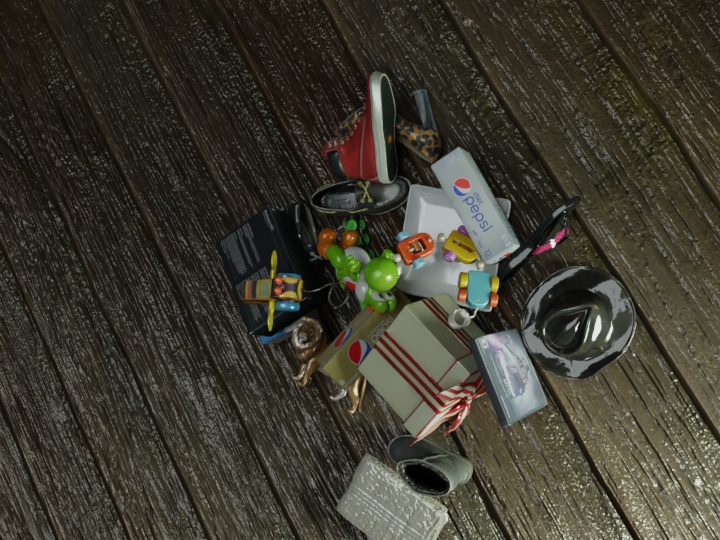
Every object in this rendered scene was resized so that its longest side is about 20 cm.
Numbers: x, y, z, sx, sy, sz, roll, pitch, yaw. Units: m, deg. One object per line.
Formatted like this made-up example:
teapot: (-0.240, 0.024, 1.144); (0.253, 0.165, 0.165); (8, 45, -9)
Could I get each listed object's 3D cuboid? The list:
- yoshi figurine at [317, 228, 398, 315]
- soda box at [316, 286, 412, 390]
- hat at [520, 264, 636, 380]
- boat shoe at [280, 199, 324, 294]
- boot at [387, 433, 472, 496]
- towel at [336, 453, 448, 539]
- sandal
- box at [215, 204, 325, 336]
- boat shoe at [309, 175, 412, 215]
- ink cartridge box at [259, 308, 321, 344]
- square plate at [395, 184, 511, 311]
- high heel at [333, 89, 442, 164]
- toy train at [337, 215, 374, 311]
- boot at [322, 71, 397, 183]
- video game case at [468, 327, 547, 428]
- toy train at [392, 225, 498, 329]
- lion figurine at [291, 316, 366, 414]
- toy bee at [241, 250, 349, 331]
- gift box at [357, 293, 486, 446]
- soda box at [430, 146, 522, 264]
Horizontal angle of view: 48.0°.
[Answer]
yoshi figurine: (0.009, -0.013, 1.438); (0.112, 0.112, 0.200); (-37, 51, -5)
soda box: (0.013, 0.118, 1.474); (0.064, 0.068, 0.200); (44, 86, -15)
hat: (0.356, 0.087, 1.357); (0.198, 0.081, 0.204); (-1, 87, 25)
boat shoe: (-0.106, -0.041, 1.579); (0.060, 0.075, 0.202); (-26, 79, 28)
boot: (0.099, 0.340, 1.405); (0.179, 0.199, 0.074); (9, 92, 24)
towel: (0.059, 0.449, 1.515); (0.199, 0.034, 0.134); (32, 101, 23)
sandal: (0.315, -0.046, 1.387); (0.045, 0.075, 0.201); (47, 115, 20)
box: (-0.172, 0.002, 1.528); (0.140, 0.079, 0.202); (-32, 68, 23)
boat shoe: (-0.001, -0.141, 1.539); (0.199, 0.060, 0.073); (-9, 85, 25)
ink cartridge box: (-0.169, 0.032, 1.611); (0.115, 0.067, 0.202); (-25, 78, 22)
square plate: (0.167, -0.043, 1.478); (0.196, 0.028, 0.203); (12, 94, 25)
high heel: (0.051, -0.242, 1.509); (0.197, 0.071, 0.145); (-17, 75, 15)
toy train: (0.003, -0.005, 1.549); (0.056, 0.042, 0.203); (-23, 79, 33)
boot: (-0.010, -0.261, 1.474); (0.142, 0.072, 0.203); (9, 116, 24)
video game case: (0.248, 0.172, 1.340); (0.019, 0.199, 0.145); (-26, 78, 29)
toy train: (0.151, 0.005, 1.415); (0.149, 0.056, 0.201); (-29, 74, -15)
lion figurine: (-0.053, 0.179, 1.538); (0.198, 0.072, 0.124); (30, 90, -14)
toy bee: (-0.138, 0.026, 1.403); (0.198, 0.108, 0.133); (-25, 69, 22)
gift box: (0.121, 0.175, 1.394); (0.187, 0.199, 0.185); (45, 123, 19)
soda box: (0.203, -0.112, 1.409); (0.063, 0.068, 0.202); (-32, 75, 20)
